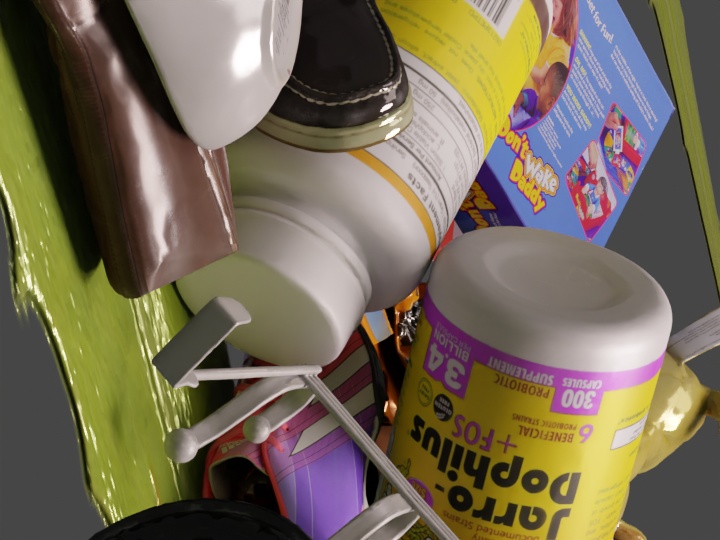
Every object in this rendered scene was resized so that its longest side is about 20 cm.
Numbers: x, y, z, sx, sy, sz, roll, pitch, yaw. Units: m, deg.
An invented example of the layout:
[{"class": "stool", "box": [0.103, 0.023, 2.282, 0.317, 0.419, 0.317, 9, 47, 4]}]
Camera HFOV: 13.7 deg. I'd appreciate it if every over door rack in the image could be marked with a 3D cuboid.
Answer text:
[{"class": "over door rack", "box": [-0.010, 0.094, 1.106, 0.148, 0.067, 0.200, 47, 0, 13]}]

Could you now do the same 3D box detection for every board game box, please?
[{"class": "board game box", "box": [0.077, -0.097, 1.482, 0.135, 0.045, 0.200, -61, 138, -28]}]

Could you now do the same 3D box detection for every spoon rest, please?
[{"class": "spoon rest", "box": [-0.060, -0.117, 1.081, 0.200, 0.060, 0.100, 78, 20, -64]}]

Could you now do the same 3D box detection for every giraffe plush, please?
[{"class": "giraffe plush", "box": [0.104, 0.093, 1.643, 0.173, 0.199, 0.162, 67, -28, 29]}]

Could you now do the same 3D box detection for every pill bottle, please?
[{"class": "pill bottle", "box": [0.061, 0.090, 1.280, 0.104, 0.104, 0.201, -66, 170, -65]}, {"class": "pill bottle", "box": [-0.002, -0.059, 1.277, 0.200, 0.109, 0.109, -61, 147, -30]}]

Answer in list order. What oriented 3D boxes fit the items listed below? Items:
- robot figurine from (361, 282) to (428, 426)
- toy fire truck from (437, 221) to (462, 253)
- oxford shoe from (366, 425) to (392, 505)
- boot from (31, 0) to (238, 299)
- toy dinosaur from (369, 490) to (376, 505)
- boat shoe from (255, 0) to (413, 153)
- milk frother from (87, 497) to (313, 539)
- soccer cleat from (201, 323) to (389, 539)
[{"class": "robot figurine", "box": [0.000, 0.000, 1.430, 0.145, 0.058, 0.200, -80, 157, -45]}, {"class": "toy fire truck", "box": [0.068, -0.109, 1.588, 0.049, 0.141, 0.201, -76, 154, -73]}, {"class": "oxford shoe", "box": [0.004, 0.168, 1.375, 0.071, 0.071, 0.201, 17, 67, -32]}, {"class": "boot", "box": [-0.083, -0.111, 1.155, 0.187, 0.064, 0.200, -65, 143, -46]}, {"class": "toy dinosaur", "box": [0.028, 0.187, 1.466, 0.088, 0.047, 0.201, -13, 95, -62]}, {"class": "boat shoe", "box": [-0.037, -0.119, 1.214, 0.200, 0.073, 0.065, -127, -154, -46]}, {"class": "milk frother", "box": [-0.048, 0.220, 1.015, 0.200, 0.180, 0.188, -42, 137, -19]}, {"class": "soccer cleat", "box": [-0.033, 0.074, 1.257, 0.073, 0.068, 0.200, 37, 34, -34]}]
